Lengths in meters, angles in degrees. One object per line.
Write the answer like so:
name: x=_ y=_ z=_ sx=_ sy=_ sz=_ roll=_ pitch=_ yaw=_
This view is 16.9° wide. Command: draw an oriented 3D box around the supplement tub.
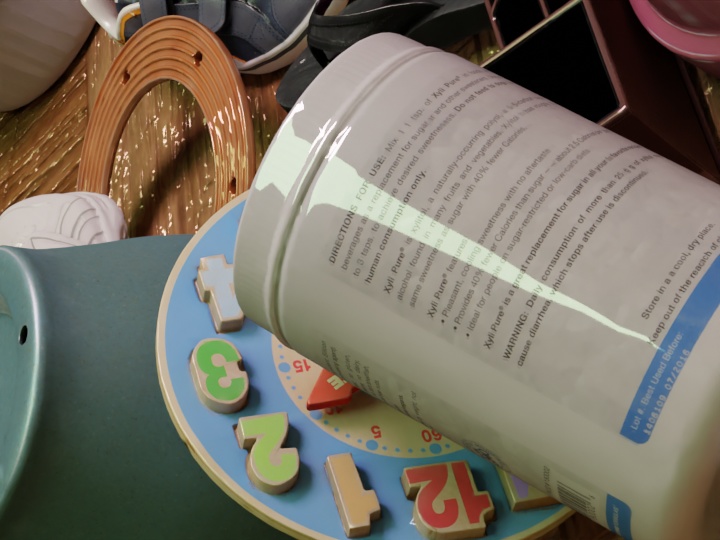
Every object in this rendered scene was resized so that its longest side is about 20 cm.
supplement tub: x=0.067 y=0.008 z=0.904 sx=0.200 sy=0.132 sz=0.132 roll=29 pitch=95 yaw=22

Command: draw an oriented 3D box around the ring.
ring: x=-0.105 y=-0.038 z=1.324 sx=0.200 sy=0.019 sz=0.201 roll=-12 pitch=76 yaw=56

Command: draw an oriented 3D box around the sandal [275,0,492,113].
sandal: x=0.022 y=-0.137 z=1.206 sx=0.200 sy=0.048 sz=0.076 roll=-26 pitch=35 yaw=41

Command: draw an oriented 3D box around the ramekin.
ramekin: x=-0.241 y=-0.203 z=1.603 sx=0.200 sy=0.097 sz=0.201 roll=-35 pitch=43 yaw=40

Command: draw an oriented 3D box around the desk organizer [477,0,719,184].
desk organizer: x=0.085 y=-0.108 z=1.050 sx=0.072 sy=0.077 sz=0.201 roll=-34 pitch=49 yaw=24

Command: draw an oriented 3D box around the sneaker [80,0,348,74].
sneaker: x=-0.087 y=-0.155 z=1.366 sx=0.200 sy=0.079 sz=0.079 roll=-8 pitch=62 yaw=52

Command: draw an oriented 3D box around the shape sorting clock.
shape sorting clock: x=0.016 y=0.032 z=0.996 sx=0.039 sy=0.199 sz=0.201 roll=107 pitch=166 yaw=-55

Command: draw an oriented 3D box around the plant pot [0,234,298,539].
plant pot: x=-0.091 y=0.070 z=1.076 sx=0.200 sy=0.187 sz=0.201 roll=-29 pitch=55 yaw=50

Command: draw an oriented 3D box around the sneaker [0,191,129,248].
sneaker: x=-0.167 y=0.006 z=1.307 sx=0.200 sy=0.099 sz=0.078 roll=32 pitch=116 yaw=54

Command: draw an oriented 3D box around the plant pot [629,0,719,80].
plant pot: x=0.142 y=-0.189 z=0.957 sx=0.200 sy=0.179 sz=0.201 roll=-34 pitch=45 yaw=41
